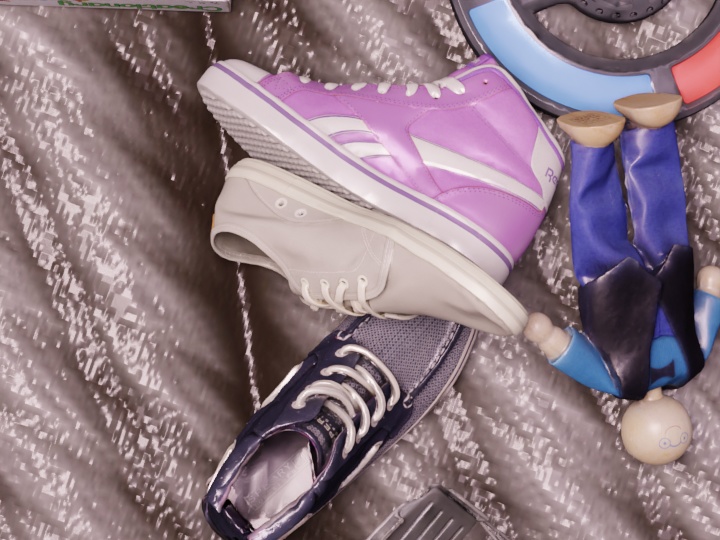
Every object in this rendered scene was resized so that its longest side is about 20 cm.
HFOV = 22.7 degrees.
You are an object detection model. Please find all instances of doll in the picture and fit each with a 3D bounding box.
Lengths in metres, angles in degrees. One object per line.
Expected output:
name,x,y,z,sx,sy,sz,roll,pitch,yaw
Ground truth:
doll,0.146,0.011,0.973,0.136,0.048,0.201,-19,108,-27

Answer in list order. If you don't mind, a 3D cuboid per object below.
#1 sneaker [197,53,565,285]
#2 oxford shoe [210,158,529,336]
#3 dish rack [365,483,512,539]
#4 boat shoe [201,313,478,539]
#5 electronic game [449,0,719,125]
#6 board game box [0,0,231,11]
sneaker,0.016,-0.083,0.983,0.200,0.073,0.115,31,77,4
oxford shoe,0.000,0.000,0.945,0.199,0.075,0.058,23,74,30
dish rack,0.050,0.202,0.924,0.154,0.055,0.200,-51,133,-3
boat shoe,-0.005,0.073,0.959,0.075,0.093,0.200,41,85,1
electronic game,0.145,-0.178,1.004,0.199,0.042,0.201,0,87,-2
board game box,-0.169,-0.212,0.996,0.199,0.035,0.127,2,86,-2
